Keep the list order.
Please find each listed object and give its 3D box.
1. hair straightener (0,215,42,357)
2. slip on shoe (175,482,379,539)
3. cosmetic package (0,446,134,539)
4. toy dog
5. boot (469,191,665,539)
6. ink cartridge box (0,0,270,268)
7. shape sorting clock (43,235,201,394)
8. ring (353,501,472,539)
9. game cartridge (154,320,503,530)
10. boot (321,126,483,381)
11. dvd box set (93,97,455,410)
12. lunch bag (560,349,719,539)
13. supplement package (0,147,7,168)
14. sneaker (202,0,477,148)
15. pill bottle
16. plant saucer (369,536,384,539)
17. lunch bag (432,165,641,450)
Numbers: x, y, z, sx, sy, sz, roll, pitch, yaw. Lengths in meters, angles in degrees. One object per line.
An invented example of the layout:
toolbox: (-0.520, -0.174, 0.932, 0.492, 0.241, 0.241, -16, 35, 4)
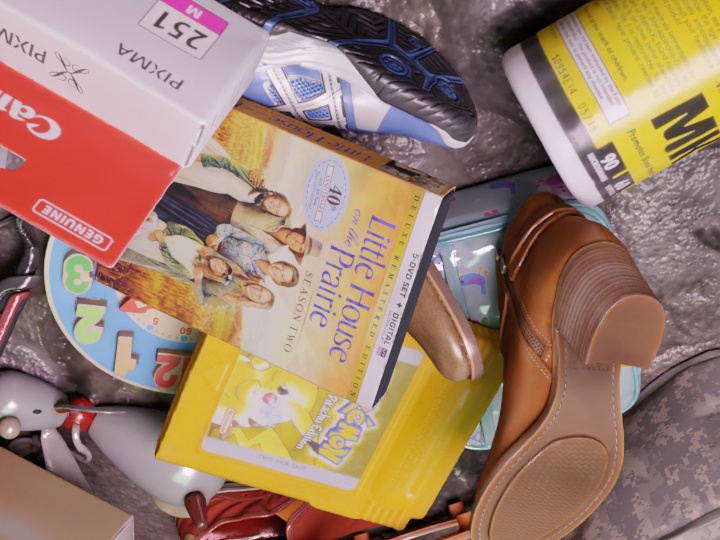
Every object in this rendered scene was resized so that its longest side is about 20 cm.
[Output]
hair straightener: (-0.276, 0.049, 0.830, 0.077, 0.041, 0.200, 25, 93, -3)
slip on shoe: (-0.048, 0.199, 0.995, 0.200, 0.061, 0.074, -8, 124, -5)
cosmetic package: (-0.263, 0.185, 0.890, 0.200, 0.071, 0.105, 24, 134, 14)
toy dog: (-0.177, 0.140, 0.915, 0.200, 0.096, 0.132, 1, 125, -8)
boot: (0.108, 0.060, 0.763, 0.074, 0.155, 0.200, 18, 111, -22)
ink cartridge box: (-0.171, -0.116, 0.654, 0.200, 0.174, 0.044, 30, 136, -3)
shape sorting clock: (-0.117, 0.006, 0.863, 0.200, 0.039, 0.200, -4, 126, -5)
ring: (0.039, 0.203, 0.959, 0.200, 0.200, 0.019, -19, 81, 6)
game cartridge: (-0.019, 0.088, 0.849, 0.200, 0.032, 0.176, 19, 119, -11)
boot: (0.000, 0.000, 0.783, 0.075, 0.200, 0.074, -33, 160, -15)
dvd box set: (-0.057, -0.020, 0.746, 0.200, 0.029, 0.146, 25, 115, 14)
lunch bag: (0.254, 0.170, 0.948, 0.118, 0.164, 0.200, 38, 114, -22)
supplement package: (-0.323, -0.037, 0.709, 0.191, 0.147, 0.200, 21, 122, 3)
sneaker: (-0.022, -0.120, 0.772, 0.200, 0.076, 0.077, 22, 127, -10)
pill bottle: (0.198, -0.133, 0.757, 0.200, 0.114, 0.114, -29, 123, 14)
plant saucer: (-0.049, 0.336, 1.108, 0.199, 0.037, 0.200, -15, 126, 4)
lunch bag: (0.108, 0.035, 0.884, 0.160, 0.077, 0.200, -15, 121, 3)
